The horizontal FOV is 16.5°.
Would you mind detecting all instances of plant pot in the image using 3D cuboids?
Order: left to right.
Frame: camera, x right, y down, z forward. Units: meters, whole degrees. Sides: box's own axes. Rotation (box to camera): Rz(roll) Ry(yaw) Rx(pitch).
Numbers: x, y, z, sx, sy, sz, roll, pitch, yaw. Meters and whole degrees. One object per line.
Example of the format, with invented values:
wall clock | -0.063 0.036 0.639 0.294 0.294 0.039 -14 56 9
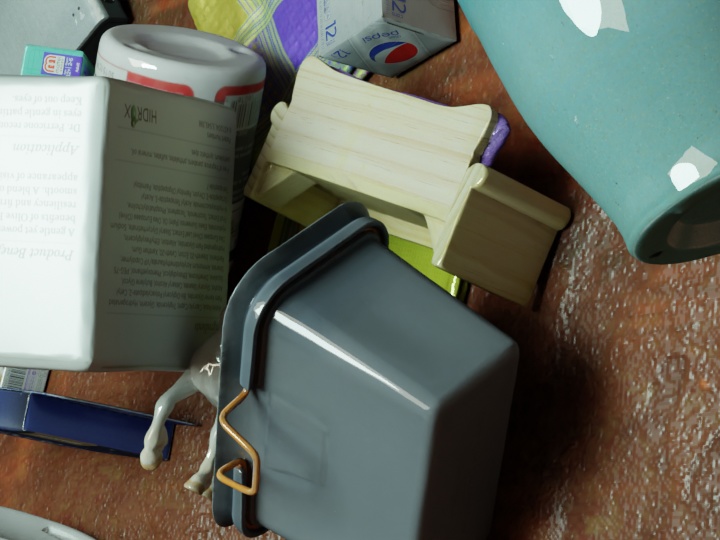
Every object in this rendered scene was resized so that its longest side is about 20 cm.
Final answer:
plant pot | 0.167 -0.114 1.275 0.200 0.199 0.189 -38 66 39

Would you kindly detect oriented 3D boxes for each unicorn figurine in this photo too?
unicorn figurine | -0.074 0.074 1.527 0.074 0.200 0.138 25 84 9

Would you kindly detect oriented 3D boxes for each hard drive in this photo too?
hard drive | -0.266 -0.232 1.938 0.140 0.033 0.201 -45 63 36

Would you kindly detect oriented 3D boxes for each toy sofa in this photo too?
toy sofa | 0.030 -0.055 1.490 0.200 0.083 0.098 20 85 48

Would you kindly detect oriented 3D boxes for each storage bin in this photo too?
storage bin | 0.002 0.089 1.399 0.134 0.145 0.201 30 135 28

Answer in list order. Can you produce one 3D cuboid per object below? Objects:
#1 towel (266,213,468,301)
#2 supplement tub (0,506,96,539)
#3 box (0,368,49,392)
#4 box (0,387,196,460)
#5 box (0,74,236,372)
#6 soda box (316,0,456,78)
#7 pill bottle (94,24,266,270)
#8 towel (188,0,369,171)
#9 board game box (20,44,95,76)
towel | 0.000 0.000 1.580 0.200 0.018 0.087 12 89 53
supplement tub | -0.261 0.274 1.722 0.145 0.144 0.201 20 94 53
box | -0.241 0.001 1.872 0.039 0.041 0.201 15 92 53
box | -0.217 0.104 1.739 0.199 0.121 0.033 0 78 52
box | -0.203 -0.027 1.518 0.198 0.200 0.172 3 88 21
soda box | 0.013 -0.231 1.599 0.068 0.063 0.201 -28 58 46
pill bottle | -0.134 -0.055 1.670 0.114 0.113 0.201 34 118 51
towel | -0.058 -0.170 1.705 0.144 0.023 0.201 -49 45 30
board game box | -0.207 -0.061 1.743 0.200 0.045 0.153 62 -144 -80
